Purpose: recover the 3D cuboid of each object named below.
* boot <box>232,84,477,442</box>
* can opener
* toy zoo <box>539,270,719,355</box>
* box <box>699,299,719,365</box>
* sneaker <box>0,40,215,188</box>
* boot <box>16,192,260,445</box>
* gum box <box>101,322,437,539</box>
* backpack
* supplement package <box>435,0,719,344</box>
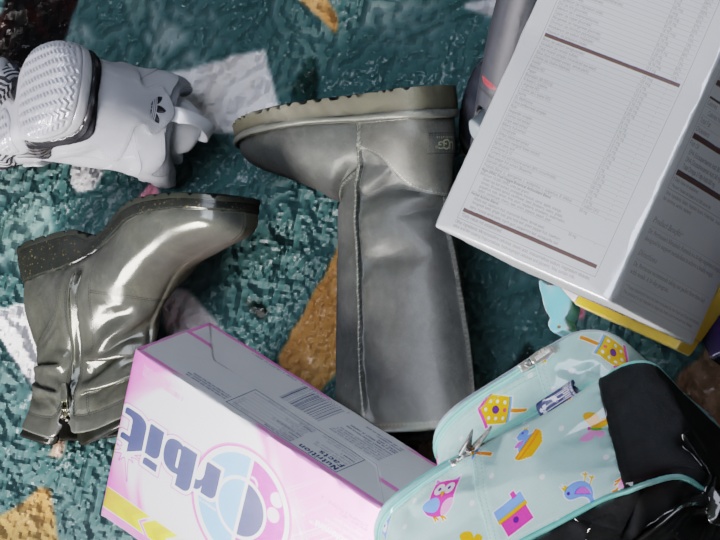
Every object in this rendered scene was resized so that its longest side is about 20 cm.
[{"bbox_3d":[-0.002,0.000,1.703,0.182,0.073,0.200,-4,91,50],"label":"boot"},{"bbox_3d":[0.086,-0.109,1.625,0.079,0.200,0.063,37,54,23],"label":"can opener"},{"bbox_3d":[0.163,-0.047,1.567,0.131,0.020,0.200,38,97,31],"label":"toy zoo"},{"bbox_3d":[0.223,-0.061,1.595,0.141,0.079,0.200,-28,65,15],"label":"box"},{"bbox_3d":[-0.172,-0.087,1.808,0.200,0.115,0.075,-10,68,61],"label":"sneaker"},{"bbox_3d":[-0.127,0.032,1.747,0.200,0.068,0.131,-19,71,43],"label":"boot"},{"bbox_3d":[-0.045,0.129,1.659,0.200,0.066,0.114,31,121,30],"label":"gum box"},{"bbox_3d":[0.107,0.140,1.546,0.200,0.176,0.153,-36,47,16],"label":"backpack"},{"bbox_3d":[0.145,-0.082,1.508,0.114,0.110,0.200,25,90,32],"label":"supplement package"}]
